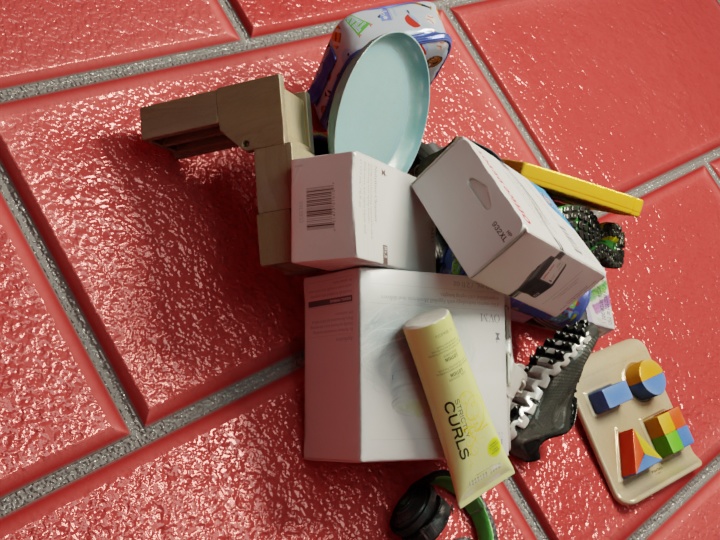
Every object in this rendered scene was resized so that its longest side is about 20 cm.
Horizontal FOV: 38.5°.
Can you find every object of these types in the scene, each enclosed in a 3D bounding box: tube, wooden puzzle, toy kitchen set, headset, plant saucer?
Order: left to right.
[{"bbox_3d":[-0.123,-0.087,1.166,0.163,0.180,0.201,18,65,-67],"label":"toy kitchen set"},{"bbox_3d":[0.018,-0.177,1.193,0.027,0.201,0.200,19,40,29],"label":"plant saucer"},{"bbox_3d":[0.091,0.287,1.109,0.124,0.094,0.200,56,37,6],"label":"headset"},{"bbox_3d":[0.101,0.139,1.060,0.052,0.058,0.201,-56,128,-71],"label":"tube"},{"bbox_3d":[0.372,0.195,1.393,0.185,0.046,0.201,-14,73,-39],"label":"wooden puzzle"}]

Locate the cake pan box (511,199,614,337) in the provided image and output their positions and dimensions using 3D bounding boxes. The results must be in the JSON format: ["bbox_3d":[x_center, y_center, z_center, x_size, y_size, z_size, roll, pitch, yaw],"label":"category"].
[{"bbox_3d":[0.258,-0.008,1.429,0.183,0.052,0.201,15,57,-26],"label":"cake pan box"}]

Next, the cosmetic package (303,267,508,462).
[{"bbox_3d":[0.050,0.107,1.132,0.199,0.123,0.201,4,82,-33],"label":"cosmetic package"}]

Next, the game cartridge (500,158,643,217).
[{"bbox_3d":[0.262,-0.112,1.385,0.175,0.200,0.033,16,96,-11],"label":"game cartridge"}]

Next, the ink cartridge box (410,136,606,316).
[{"bbox_3d":[0.166,-0.044,1.142,0.200,0.084,0.145,22,32,-51],"label":"ink cartridge box"}]

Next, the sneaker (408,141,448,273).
[{"bbox_3d":[0.072,-0.076,1.330,0.104,0.060,0.201,-12,76,-43],"label":"sneaker"}]

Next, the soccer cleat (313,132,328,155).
[{"bbox_3d":[-0.006,-0.086,1.259,0.065,0.084,0.200,-42,85,2],"label":"soccer cleat"}]

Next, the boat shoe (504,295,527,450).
[{"bbox_3d":[0.163,0.125,1.218,0.065,0.072,0.201,-5,74,-9],"label":"boat shoe"}]

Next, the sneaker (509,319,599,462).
[{"bbox_3d":[0.239,0.154,1.280,0.090,0.066,0.200,44,78,-20],"label":"sneaker"}]

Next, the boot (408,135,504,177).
[{"bbox_3d":[0.162,-0.089,1.289,0.199,0.097,0.075,28,47,-16],"label":"boot"}]

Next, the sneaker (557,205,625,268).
[{"bbox_3d":[0.273,-0.034,1.346,0.200,0.085,0.078,16,74,-54],"label":"sneaker"}]

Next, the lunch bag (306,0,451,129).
[{"bbox_3d":[0.018,-0.251,1.302,0.160,0.200,0.076,-17,72,-22],"label":"lunch bag"}]

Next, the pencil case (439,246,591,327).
[{"bbox_3d":[0.189,0.011,1.290,0.199,0.087,0.078,18,99,-23],"label":"pencil case"}]

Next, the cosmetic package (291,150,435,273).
[{"bbox_3d":[0.008,-0.053,1.107,0.200,0.081,0.114,8,80,-61],"label":"cosmetic package"}]

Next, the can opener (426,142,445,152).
[{"bbox_3d":[0.129,-0.078,1.380,0.053,0.067,0.200,11,43,-52],"label":"can opener"}]
